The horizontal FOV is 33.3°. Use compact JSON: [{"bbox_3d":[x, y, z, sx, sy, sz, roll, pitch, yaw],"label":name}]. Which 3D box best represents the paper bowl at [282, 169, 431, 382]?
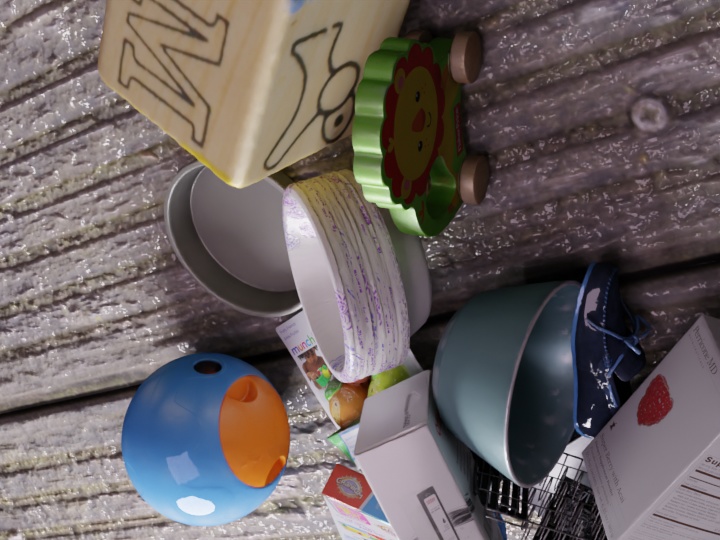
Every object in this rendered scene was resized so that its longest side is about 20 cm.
[{"bbox_3d":[0.000,0.000,1.179,0.201,0.104,0.202,162,90,-76],"label":"paper bowl"}]

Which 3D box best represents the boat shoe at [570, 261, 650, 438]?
[{"bbox_3d":[0.247,0.078,1.164,0.068,0.084,0.201,13,134,28],"label":"boat shoe"}]

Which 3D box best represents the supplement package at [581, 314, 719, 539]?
[{"bbox_3d":[0.317,0.162,1.107,0.119,0.122,0.201,19,124,-21],"label":"supplement package"}]

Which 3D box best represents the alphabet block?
[{"bbox_3d":[-0.089,-0.227,1.048,0.196,0.195,0.201,40,134,21],"label":"alphabet block"}]

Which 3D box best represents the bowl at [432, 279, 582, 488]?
[{"bbox_3d":[0.141,0.099,1.166,0.104,0.201,0.202,12,128,30],"label":"bowl"}]

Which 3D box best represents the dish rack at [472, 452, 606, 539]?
[{"bbox_3d":[0.204,0.235,1.192,0.198,0.154,0.055,18,116,2],"label":"dish rack"}]

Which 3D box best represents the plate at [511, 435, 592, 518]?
[{"bbox_3d":[0.289,0.249,1.291,0.200,0.032,0.200,46,133,-4],"label":"plate"}]

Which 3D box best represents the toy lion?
[{"bbox_3d":[0.049,-0.115,1.066,0.068,0.192,0.201,9,126,25],"label":"toy lion"}]

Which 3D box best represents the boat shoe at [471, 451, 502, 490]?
[{"bbox_3d":[0.135,0.165,1.297,0.073,0.068,0.201,19,129,18],"label":"boat shoe"}]

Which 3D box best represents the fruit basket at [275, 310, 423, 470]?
[{"bbox_3d":[-0.001,0.123,1.332,0.185,0.094,0.201,-31,95,47],"label":"fruit basket"}]

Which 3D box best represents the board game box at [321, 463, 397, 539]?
[{"bbox_3d":[0.041,0.305,1.415,0.152,0.041,0.200,21,157,16],"label":"board game box"}]

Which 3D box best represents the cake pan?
[{"bbox_3d":[-0.124,-0.042,1.326,0.199,0.037,0.202,15,128,20],"label":"cake pan"}]

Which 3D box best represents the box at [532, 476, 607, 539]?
[{"bbox_3d":[0.262,0.330,1.232,0.199,0.164,0.087,24,131,13],"label":"box"}]

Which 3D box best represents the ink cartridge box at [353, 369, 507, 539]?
[{"bbox_3d":[0.075,0.222,1.205,0.084,0.146,0.201,-24,102,11],"label":"ink cartridge box"}]

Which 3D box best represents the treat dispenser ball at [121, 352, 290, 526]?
[{"bbox_3d":[-0.182,0.198,1.420,0.199,0.201,0.202,16,128,20],"label":"treat dispenser ball"}]
